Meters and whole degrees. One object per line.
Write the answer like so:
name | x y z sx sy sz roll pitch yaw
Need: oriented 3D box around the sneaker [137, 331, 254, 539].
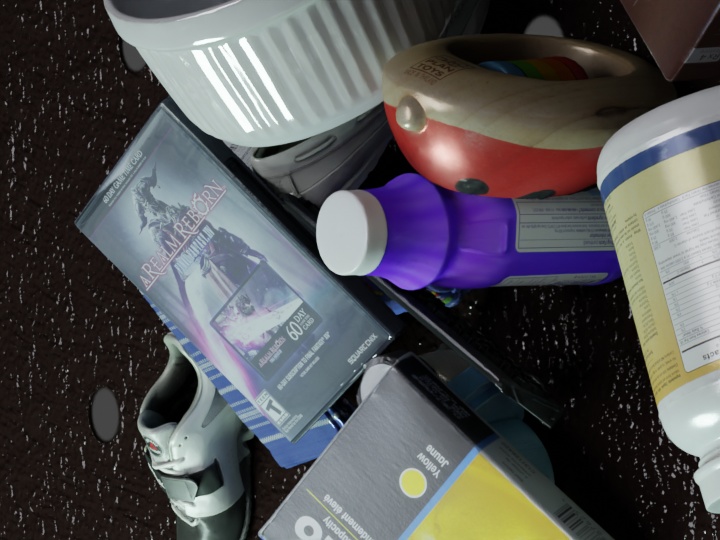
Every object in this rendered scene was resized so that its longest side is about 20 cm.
sneaker | -0.122 0.126 1.904 0.074 0.088 0.201 22 110 48

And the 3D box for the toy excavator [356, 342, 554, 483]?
toy excavator | 0.074 0.164 1.656 0.200 0.100 0.195 35 114 30

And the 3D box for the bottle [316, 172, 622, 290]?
bottle | 0.066 -0.023 1.561 0.083 0.199 0.066 10 98 51

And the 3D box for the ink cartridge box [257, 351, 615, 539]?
ink cartridge box | 0.040 0.186 1.613 0.198 0.047 0.200 42 113 11

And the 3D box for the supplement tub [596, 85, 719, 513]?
supplement tub | 0.212 0.014 1.421 0.144 0.144 0.201 -30 68 48

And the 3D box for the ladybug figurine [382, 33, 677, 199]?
ladybug figurine | 0.091 -0.084 1.528 0.136 0.199 0.072 28 115 43

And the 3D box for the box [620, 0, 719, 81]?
box | 0.175 -0.201 1.490 0.201 0.100 0.075 64 143 27

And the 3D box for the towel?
towel | -0.081 0.044 1.789 0.200 0.024 0.145 52 156 -6

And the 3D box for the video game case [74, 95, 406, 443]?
video game case | -0.077 0.002 1.693 0.200 0.019 0.143 44 138 2

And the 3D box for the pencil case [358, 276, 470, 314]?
pencil case | 0.000 0.000 1.746 0.200 0.078 0.087 -21 95 50

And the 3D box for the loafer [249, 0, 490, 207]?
loafer | 0.008 -0.123 1.675 0.070 0.070 0.200 28 77 40

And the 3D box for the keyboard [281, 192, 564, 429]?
keyboard | 0.044 0.026 1.594 0.200 0.127 0.021 41 91 30

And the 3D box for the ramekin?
ramekin | -0.040 -0.160 1.598 0.200 0.200 0.105 13 138 51

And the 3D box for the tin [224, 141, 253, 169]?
tin | -0.066 -0.051 1.795 0.112 0.042 0.200 -57 23 -10
